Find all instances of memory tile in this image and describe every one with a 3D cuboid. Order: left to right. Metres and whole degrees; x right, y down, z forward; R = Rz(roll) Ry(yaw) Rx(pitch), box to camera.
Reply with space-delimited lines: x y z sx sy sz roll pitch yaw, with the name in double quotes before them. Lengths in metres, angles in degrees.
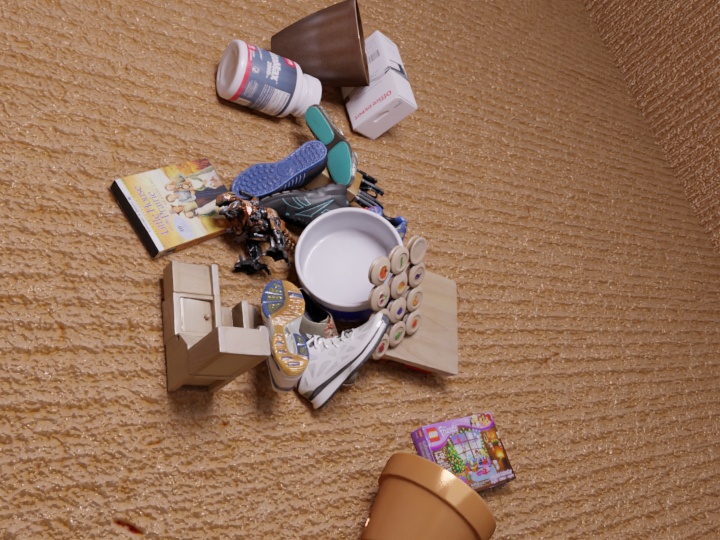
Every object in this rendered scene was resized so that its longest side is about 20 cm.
"memory tile" 0.066 0.048 1.196 0.017 0.202 0.153 22 35 35

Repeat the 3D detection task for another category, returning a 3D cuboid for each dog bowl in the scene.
"dog bowl" -0.019 -0.010 1.251 0.198 0.079 0.202 0 63 0

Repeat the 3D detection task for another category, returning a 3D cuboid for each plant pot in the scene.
"plant pot" -0.091 -0.487 1.504 0.198 0.187 0.188 -8 57 6
"plant pot" 0.092 0.404 1.058 0.200 0.200 0.140 45 58 -6

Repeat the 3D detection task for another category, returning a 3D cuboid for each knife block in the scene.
"knife block" -0.045 -0.170 1.425 0.199 0.064 0.177 -13 69 -45

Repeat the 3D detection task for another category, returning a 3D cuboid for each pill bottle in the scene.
"pill bottle" -0.187 -0.389 1.418 0.199 0.119 0.121 11 55 -35

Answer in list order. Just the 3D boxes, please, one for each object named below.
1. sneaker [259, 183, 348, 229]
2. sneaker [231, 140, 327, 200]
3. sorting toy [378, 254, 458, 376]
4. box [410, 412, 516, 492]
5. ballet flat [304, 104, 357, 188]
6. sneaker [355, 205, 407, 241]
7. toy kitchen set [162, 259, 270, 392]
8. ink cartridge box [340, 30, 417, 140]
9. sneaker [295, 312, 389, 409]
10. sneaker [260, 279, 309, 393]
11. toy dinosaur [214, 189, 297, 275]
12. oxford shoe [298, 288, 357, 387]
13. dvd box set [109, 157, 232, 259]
"sneaker" -0.112 -0.114 1.298 0.198 0.075 0.080 -12 90 -18
"sneaker" -0.151 -0.177 1.312 0.199 0.078 0.070 -26 71 -10
"sorting toy" 0.094 0.096 1.338 0.199 0.069 0.200 19 60 -29
"box" 0.197 0.351 1.285 0.199 0.039 0.138 0 61 -41
"ballet flat" -0.047 -0.254 1.395 0.075 0.068 0.201 0 58 -58
"sneaker" 0.010 -0.105 1.401 0.199 0.079 0.076 15 34 -25
"toy kitchen set" -0.191 0.066 1.045 0.162 0.180 0.202 9 60 -37
"ink cartridge box" 0.035 -0.436 1.616 0.084 0.144 0.202 17 51 -49
"sneaker" -0.049 0.125 1.132 0.115 0.201 0.076 42 9 -1
"sneaker" -0.132 0.105 1.100 0.075 0.089 0.201 9 42 -17
"toy dinosaur" -0.172 -0.072 1.212 0.199 0.102 0.137 10 58 -33
"oxford shoe" -0.068 0.119 1.193 0.200 0.075 0.070 48 40 -4
"dvd box set" -0.311 -0.114 1.182 0.199 0.029 0.147 -26 80 -48
